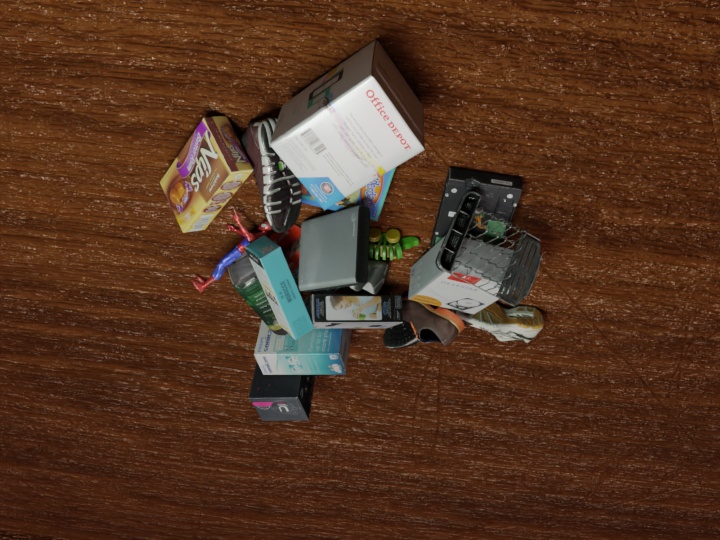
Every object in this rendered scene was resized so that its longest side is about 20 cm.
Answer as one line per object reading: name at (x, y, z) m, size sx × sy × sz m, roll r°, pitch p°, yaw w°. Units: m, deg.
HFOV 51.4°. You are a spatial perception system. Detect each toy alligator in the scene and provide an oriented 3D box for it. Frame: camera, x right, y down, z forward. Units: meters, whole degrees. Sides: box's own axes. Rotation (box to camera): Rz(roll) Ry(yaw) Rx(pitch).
toy alligator at (0.019, -0.047, 1.509) m, size 0.197 × 0.055 × 0.060 m, roll 3°, pitch 139°, yaw 5°

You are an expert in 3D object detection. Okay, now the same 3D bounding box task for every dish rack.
dish rack at (0.241, -0.032, 1.358) m, size 0.198 × 0.155 × 0.055 m, roll 27°, pitch 170°, yaw -11°

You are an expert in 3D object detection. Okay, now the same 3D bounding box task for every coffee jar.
coffee jar at (-0.201, 0.050, 1.611) m, size 0.085 × 0.105 × 0.201 m, roll -30°, pitch 134°, yaw 3°

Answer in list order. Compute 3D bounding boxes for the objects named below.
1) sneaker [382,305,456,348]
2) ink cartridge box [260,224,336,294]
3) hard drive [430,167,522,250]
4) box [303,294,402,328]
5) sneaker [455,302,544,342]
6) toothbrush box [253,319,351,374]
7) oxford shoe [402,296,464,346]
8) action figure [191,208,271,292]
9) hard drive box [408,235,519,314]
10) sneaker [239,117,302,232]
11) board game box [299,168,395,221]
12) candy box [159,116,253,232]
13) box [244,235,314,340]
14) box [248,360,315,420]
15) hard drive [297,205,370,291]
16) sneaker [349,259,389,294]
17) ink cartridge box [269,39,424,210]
sneaker at (0.146, 0.145, 1.702) m, size 0.198 × 0.077 × 0.087 m, roll -23°, pitch 137°, yaw 31°
ink cartridge box at (-0.121, -0.023, 1.562) m, size 0.199 × 0.051 × 0.109 m, roll 32°, pitch 135°, yaw -27°
hard drive at (0.216, -0.104, 1.426) m, size 0.137 × 0.038 × 0.201 m, roll 8°, pitch 139°, yaw 0°
box at (-0.020, 0.089, 1.599) m, size 0.197 × 0.061 × 0.117 m, roll 2°, pitch 169°, yaw -18°
sneaker at (0.300, 0.121, 1.645) m, size 0.197 × 0.076 × 0.088 m, roll 11°, pitch 140°, yaw -4°
toothbrush box at (-0.127, 0.153, 1.696) m, size 0.197 × 0.148 × 0.086 m, roll -2°, pitch 139°, yaw 12°
oxford shoe at (0.129, 0.109, 1.606) m, size 0.199 × 0.073 × 0.071 m, roll 14°, pitch 147°, yaw 51°
action figure at (-0.272, -0.054, 1.520) m, size 0.199 × 0.065 × 0.100 m, roll -35°, pitch 101°, yaw 8°
hard drive box at (0.201, 0.011, 1.481) m, size 0.154 × 0.078 × 0.200 m, roll 13°, pitch 158°, yaw -12°
sneaker at (-0.167, -0.175, 1.340) m, size 0.115 × 0.075 × 0.203 m, roll 20°, pitch 120°, yaw 50°
board game box at (-0.043, -0.178, 1.374) m, size 0.197 × 0.045 × 0.153 m, roll 14°, pitch 139°, yaw -6°
candy box at (-0.283, -0.172, 1.361) m, size 0.056 × 0.118 × 0.200 m, roll -15°, pitch 161°, yaw -44°
box at (-0.161, 0.035, 1.494) m, size 0.049 × 0.082 × 0.202 m, roll -31°, pitch 122°, yaw -19°
box at (-0.176, 0.240, 1.761) m, size 0.120 × 0.202 × 0.107 m, roll -4°, pitch 140°, yaw 12°
hard drive at (-0.051, -0.037, 1.418) m, size 0.033 × 0.142 × 0.199 m, roll 9°, pitch 169°, yaw -35°
sneaker at (0.000, 0.000, 1.524) m, size 0.080 × 0.071 × 0.200 m, roll 26°, pitch -176°, yaw 22°
ink cartridge box at (-0.015, -0.232, 1.195) m, size 0.198 × 0.147 × 0.147 m, roll -28°, pitch 120°, yaw 23°
